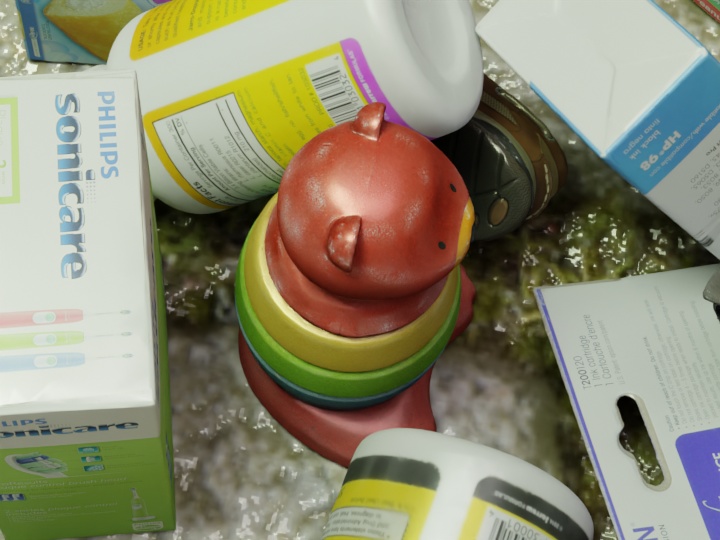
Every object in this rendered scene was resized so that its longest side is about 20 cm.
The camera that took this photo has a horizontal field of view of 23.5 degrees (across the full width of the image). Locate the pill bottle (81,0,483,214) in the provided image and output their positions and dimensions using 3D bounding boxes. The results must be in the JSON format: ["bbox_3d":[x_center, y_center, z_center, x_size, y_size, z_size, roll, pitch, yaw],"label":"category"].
[{"bbox_3d":[-0.049,-0.089,0.827,0.199,0.104,0.105,-16,64,28],"label":"pill bottle"}]

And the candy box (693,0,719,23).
[{"bbox_3d":[0.282,-0.197,0.953,0.200,0.077,0.169,-41,77,-19],"label":"candy box"}]

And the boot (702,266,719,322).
[{"bbox_3d":[0.239,-0.008,0.807,0.069,0.200,0.175,16,75,50],"label":"boot"}]

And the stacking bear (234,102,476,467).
[{"bbox_3d":[0.000,0.000,0.781,0.113,0.200,0.122,17,67,3],"label":"stacking bear"}]

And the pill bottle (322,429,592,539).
[{"bbox_3d":[0.019,0.181,0.747,0.114,0.114,0.201,21,67,4],"label":"pill bottle"}]

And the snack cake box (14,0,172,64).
[{"bbox_3d":[-0.112,-0.175,0.845,0.114,0.200,0.067,4,68,-3],"label":"snack cake box"}]

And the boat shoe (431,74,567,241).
[{"bbox_3d":[0.023,-0.089,0.898,0.200,0.076,0.074,43,38,22],"label":"boat shoe"}]

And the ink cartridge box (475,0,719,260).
[{"bbox_3d":[0.157,-0.066,0.839,0.067,0.200,0.116,-47,47,10],"label":"ink cartridge box"}]

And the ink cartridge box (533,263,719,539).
[{"bbox_3d":[0.199,0.078,0.822,0.199,0.043,0.199,-7,50,-8],"label":"ink cartridge box"}]

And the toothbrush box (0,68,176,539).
[{"bbox_3d":[-0.128,0.024,0.762,0.086,0.200,0.146,-3,68,-6],"label":"toothbrush box"}]
